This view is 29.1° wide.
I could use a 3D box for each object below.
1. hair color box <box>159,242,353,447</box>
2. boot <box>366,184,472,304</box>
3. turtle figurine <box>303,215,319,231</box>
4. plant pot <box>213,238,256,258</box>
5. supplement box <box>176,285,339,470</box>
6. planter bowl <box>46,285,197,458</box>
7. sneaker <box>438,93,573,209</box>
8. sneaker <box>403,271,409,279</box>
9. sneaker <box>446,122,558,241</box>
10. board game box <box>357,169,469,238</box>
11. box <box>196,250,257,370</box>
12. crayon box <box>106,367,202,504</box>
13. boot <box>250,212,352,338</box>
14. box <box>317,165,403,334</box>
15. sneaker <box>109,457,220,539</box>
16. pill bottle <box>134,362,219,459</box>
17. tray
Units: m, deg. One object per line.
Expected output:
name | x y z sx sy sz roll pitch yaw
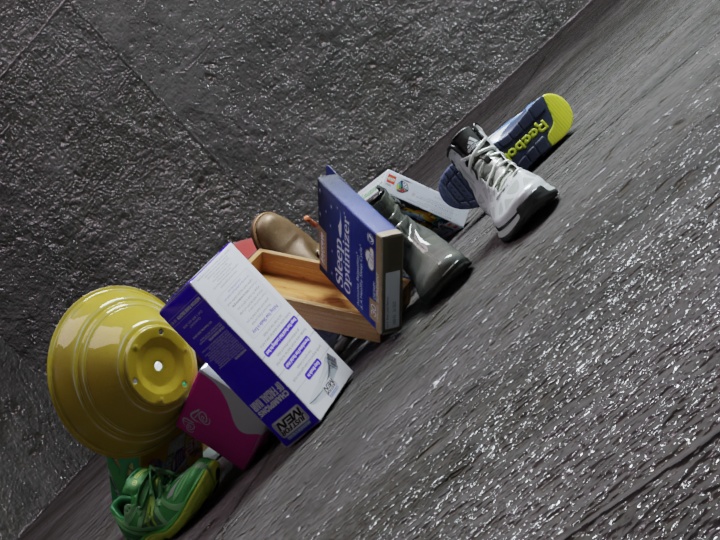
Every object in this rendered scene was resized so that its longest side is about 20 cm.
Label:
hair color box | -0.109 0.078 1.486 0.065 0.200 0.109 -42 5 31
boot | 0.051 -0.034 1.549 0.068 0.131 0.200 -41 5 -1
turtle figurine | -0.080 0.020 1.914 0.064 0.162 0.200 -29 2 26
plant pot | -0.135 0.060 2.046 0.200 0.201 0.177 -43 14 -2
supplement box | -0.116 0.123 1.635 0.102 0.103 0.200 -63 -6 36
planter bowl | -0.250 0.113 1.585 0.083 0.201 0.200 -11 28 48
sneaker | 0.189 -0.148 1.799 0.199 0.074 0.082 -36 3 3
sneaker | 0.060 -0.015 1.778 0.200 0.076 0.076 -22 -62 -69
sneaker | 0.138 -0.098 1.483 0.076 0.115 0.200 -43 5 -1
board game box | 0.055 -0.076 1.918 0.035 0.125 0.200 -70 13 -17
box | -0.138 0.093 1.788 0.158 0.201 0.051 -43 49 -16
crayon box | -0.256 0.227 1.732 0.119 0.058 0.201 -47 -25 -36
boot | -0.049 -0.004 1.713 0.074 0.200 0.075 -52 11 -30
box | -0.009 -0.028 1.573 0.032 0.122 0.200 -13 31 -21
sneaker | -0.234 0.264 1.610 0.200 0.084 0.074 -39 6 41
pill bottle | -0.262 0.176 1.912 0.114 0.200 0.114 -43 5 5
tray | -0.051 0.029 1.633 0.099 0.198 0.037 -49 -34 -54
